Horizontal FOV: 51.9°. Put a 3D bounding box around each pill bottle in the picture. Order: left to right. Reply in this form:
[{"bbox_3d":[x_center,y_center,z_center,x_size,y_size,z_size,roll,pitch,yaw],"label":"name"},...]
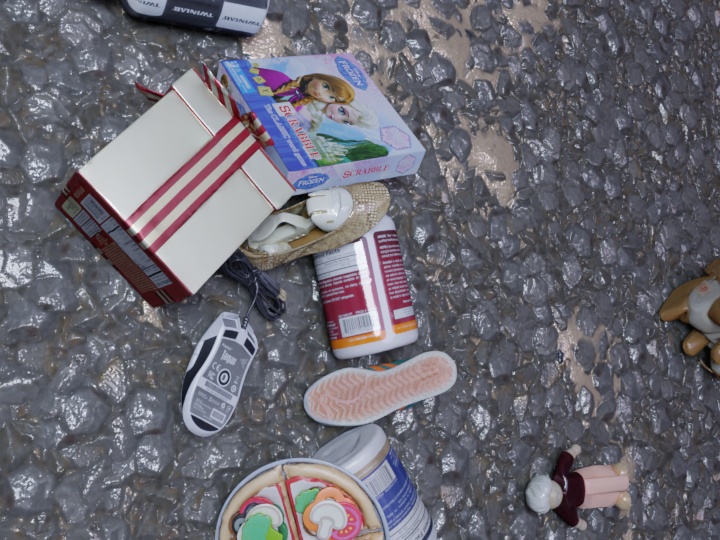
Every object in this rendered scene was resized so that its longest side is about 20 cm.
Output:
[{"bbox_3d":[-0.211,-0.341,0.860,0.196,0.106,0.109,-1,81,-31],"label":"pill bottle"},{"bbox_3d":[0.000,0.000,0.923,0.111,0.112,0.205,-10,86,-32],"label":"pill bottle"},{"bbox_3d":[0.024,0.298,0.882,0.110,0.110,0.203,-33,98,-31],"label":"pill bottle"}]

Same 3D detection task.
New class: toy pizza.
[{"bbox_3d":[-0.064,0.307,0.812,0.195,0.032,0.205,0,98,1],"label":"toy pizza"}]

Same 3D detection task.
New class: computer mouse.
[{"bbox_3d":[-0.157,0.087,0.845,0.110,0.043,0.203,43,61,-43],"label":"computer mouse"}]

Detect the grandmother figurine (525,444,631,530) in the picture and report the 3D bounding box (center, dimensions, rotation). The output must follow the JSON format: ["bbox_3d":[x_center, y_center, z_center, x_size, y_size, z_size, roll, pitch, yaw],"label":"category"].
[{"bbox_3d":[0.320,0.322,1.095,0.197,0.060,0.124,3,71,-34],"label":"grandmother figurine"}]

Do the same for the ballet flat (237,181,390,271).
[{"bbox_3d":[-0.061,-0.054,0.852,0.065,0.197,0.072,33,35,-60],"label":"ballet flat"}]

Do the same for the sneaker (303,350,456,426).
[{"bbox_3d":[0.023,0.155,0.937,0.196,0.080,0.073,-11,75,-11],"label":"sneaker"}]

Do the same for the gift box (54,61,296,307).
[{"bbox_3d":[-0.197,-0.098,0.778,0.187,0.183,0.201,-48,112,-27],"label":"gift box"}]

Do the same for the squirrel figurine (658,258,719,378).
[{"bbox_3d":[0.651,0.087,1.300,0.187,0.140,0.201,49,63,-21],"label":"squirrel figurine"}]

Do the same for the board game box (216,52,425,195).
[{"bbox_3d":[-0.050,-0.188,0.912,0.196,0.041,0.202,-14,57,-33],"label":"board game box"}]
